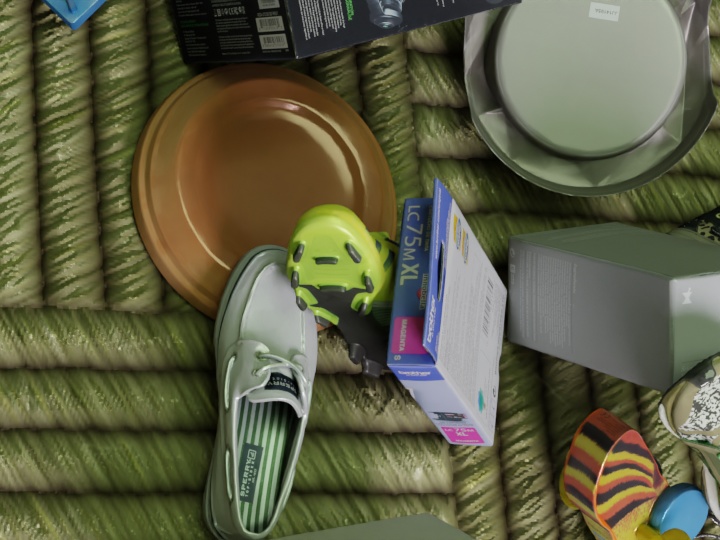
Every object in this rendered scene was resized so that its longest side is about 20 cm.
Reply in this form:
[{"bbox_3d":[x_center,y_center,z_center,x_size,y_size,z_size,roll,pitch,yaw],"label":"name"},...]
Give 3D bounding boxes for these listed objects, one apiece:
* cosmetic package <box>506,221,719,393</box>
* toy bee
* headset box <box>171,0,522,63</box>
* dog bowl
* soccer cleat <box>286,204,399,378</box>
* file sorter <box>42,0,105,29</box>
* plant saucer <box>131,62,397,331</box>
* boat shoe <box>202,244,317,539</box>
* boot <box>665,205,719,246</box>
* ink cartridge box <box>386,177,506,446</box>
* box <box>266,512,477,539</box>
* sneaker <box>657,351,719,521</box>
[{"bbox_3d":[0.197,0.023,1.319,0.106,0.200,0.091,-6,105,-27],"label":"cosmetic package"},{"bbox_3d":[0.197,0.189,1.328,0.200,0.131,0.109,40,85,-20],"label":"toy bee"},{"bbox_3d":[-0.009,-0.209,1.313,0.199,0.174,0.094,-17,103,-28],"label":"headset box"},{"bbox_3d":[0.169,-0.157,1.409,0.198,0.059,0.202,0,94,-1],"label":"dog bowl"},{"bbox_3d":[-0.001,0.000,1.268,0.064,0.200,0.084,-2,61,19],"label":"soccer cleat"},{"bbox_3d":[-0.174,-0.294,1.256,0.139,0.123,0.200,43,79,8],"label":"file sorter"},{"bbox_3d":[-0.061,-0.055,1.327,0.198,0.037,0.202,8,70,-23],"label":"plant saucer"},{"bbox_3d":[-0.057,0.082,1.244,0.073,0.067,0.202,7,82,-22],"label":"boat shoe"},{"bbox_3d":[0.344,-0.009,1.438,0.203,0.074,0.153,29,50,31],"label":"boot"},{"bbox_3d":[0.057,0.032,1.275,0.042,0.200,0.120,0,68,15],"label":"ink cartridge box"},{"bbox_3d":[-0.017,0.240,1.187,0.198,0.109,0.129,-6,101,-26],"label":"box"},{"bbox_3d":[0.258,0.125,1.230,0.077,0.200,0.089,-36,46,0],"label":"sneaker"}]
